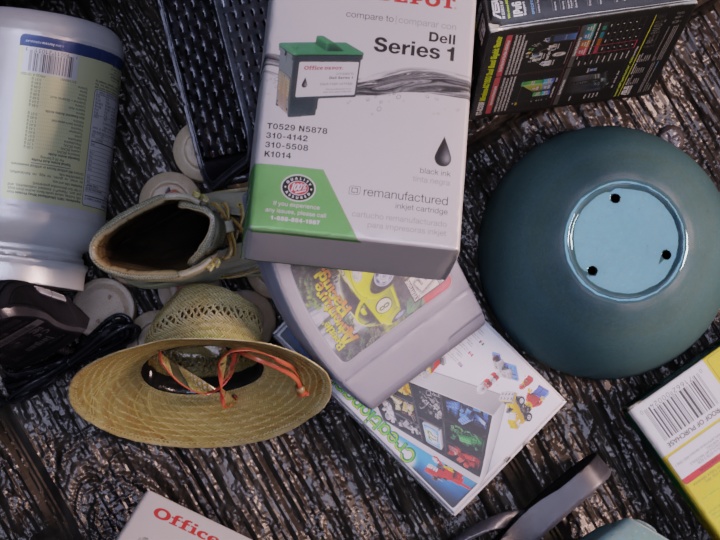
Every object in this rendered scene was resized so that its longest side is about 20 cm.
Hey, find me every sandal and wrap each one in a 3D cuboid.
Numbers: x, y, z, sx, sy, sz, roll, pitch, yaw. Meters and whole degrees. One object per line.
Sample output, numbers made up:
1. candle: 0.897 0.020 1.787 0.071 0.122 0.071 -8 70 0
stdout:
1. sandal: 0.104 0.203 1.428 0.200 0.076 0.043 -40 89 -12

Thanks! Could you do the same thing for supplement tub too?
1. supplement tub: -0.260 -0.089 1.410 0.145 0.145 0.200 6 87 1

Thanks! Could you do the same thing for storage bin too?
1. storage bin: -0.081 -0.174 1.405 0.094 0.135 0.200 -12 85 -21

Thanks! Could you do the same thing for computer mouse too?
1. computer mouse: -0.268 0.052 1.381 0.140 0.200 0.046 -30 73 18

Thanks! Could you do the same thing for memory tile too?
1. memory tile: -0.121 -0.007 1.468 0.153 0.017 0.200 32 88 3

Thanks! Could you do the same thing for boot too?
1. boot: -0.096 -0.031 1.383 0.200 0.155 0.072 -13 87 1

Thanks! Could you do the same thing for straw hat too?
1. straw hat: -0.118 0.057 1.399 0.201 0.201 0.085 -2 62 1

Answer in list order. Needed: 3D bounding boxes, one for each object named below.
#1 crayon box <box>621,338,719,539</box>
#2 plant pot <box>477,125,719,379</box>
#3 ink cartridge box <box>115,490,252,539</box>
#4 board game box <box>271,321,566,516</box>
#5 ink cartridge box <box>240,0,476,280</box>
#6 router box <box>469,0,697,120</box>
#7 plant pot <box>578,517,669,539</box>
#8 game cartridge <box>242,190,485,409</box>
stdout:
1. crayon box: 0.310 0.153 1.436 0.127 0.051 0.200 -34 86 -1
2. plant pot: 0.191 -0.018 1.406 0.200 0.135 0.200 0 86 1
3. ink cartridge box: -0.140 0.274 1.358 0.146 0.200 0.083 25 128 2
4. board game box: 0.045 0.076 1.448 0.126 0.035 0.200 -44 87 -6
5. ink cartridge box: 0.000 -0.104 1.280 0.146 0.084 0.200 5 74 -4
6. router box: 0.153 -0.179 1.378 0.150 0.200 0.062 -9 76 -4
7. plant pot: 0.188 0.295 1.367 0.196 0.196 0.200 30 78 2
8. game cartridge: 0.000 0.000 1.366 0.133 0.041 0.200 -35 118 -11
